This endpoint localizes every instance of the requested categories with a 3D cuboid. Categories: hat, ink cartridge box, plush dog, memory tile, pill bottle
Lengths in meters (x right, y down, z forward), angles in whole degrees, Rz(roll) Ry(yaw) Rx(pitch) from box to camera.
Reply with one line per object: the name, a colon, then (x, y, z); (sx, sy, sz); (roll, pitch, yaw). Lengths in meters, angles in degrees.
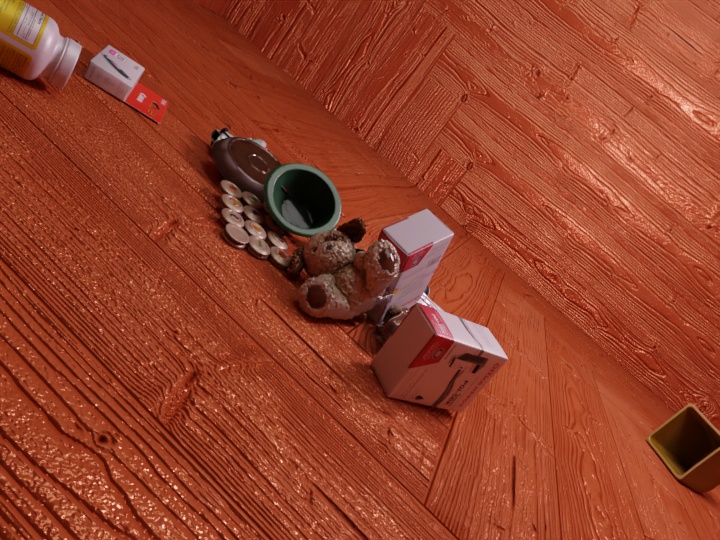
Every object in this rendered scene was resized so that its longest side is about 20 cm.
hat: (-0.142, -0.114, 1.226); (0.196, 0.176, 0.169); (-2, 70, -32)
ink cartridge box: (-0.509, -0.419, 1.282); (0.172, 0.044, 0.201); (30, 20, -25)
plush dog: (-0.039, -0.001, 1.064); (0.173, 0.197, 0.161); (58, -10, 25)
memory tile: (-0.204, -0.093, 1.105); (0.152, 0.017, 0.202); (27, 29, -34)
ink cartridge box: (0.083, -0.006, 1.159); (0.144, 0.202, 0.083); (-25, 60, -40)
ink cartridge box: (0.140, 0.158, 1.003); (0.197, 0.148, 0.083); (20, 26, -37)
pill bottle: (-0.578, -0.391, 0.946); (0.198, 0.113, 0.113); (27, 21, -37)

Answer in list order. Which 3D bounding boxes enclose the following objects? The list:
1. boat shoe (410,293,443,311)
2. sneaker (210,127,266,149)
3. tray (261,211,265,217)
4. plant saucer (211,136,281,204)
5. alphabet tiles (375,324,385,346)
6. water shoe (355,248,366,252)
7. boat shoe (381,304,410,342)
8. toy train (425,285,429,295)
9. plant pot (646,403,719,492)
boat shoe: (0.128, 0.086, 1.328); (0.200, 0.072, 0.069); (44, 14, -17)
sneaker: (-0.298, -0.309, 1.384); (0.118, 0.074, 0.201); (41, 18, -16)
tray: (-0.199, -0.154, 1.260); (0.106, 0.022, 0.202); (3, 46, -50)
plant saucer: (-0.230, -0.225, 1.254); (0.198, 0.032, 0.202); (33, 32, -23)
alphabet tiles: (0.114, 0.183, 1.146); (0.201, 0.008, 0.166); (50, 20, 28)
water shoe: (0.000, 0.000, 1.238); (0.198, 0.079, 0.072); (28, 20, -33)
boat shoe: (0.074, 0.108, 1.127); (0.072, 0.076, 0.200); (40, 7, 18)
toy train: (0.099, 0.013, 1.427); (0.198, 0.085, 0.115); (24, 34, -46)
plant pot: (1.130, 0.614, 1.909); (0.199, 0.196, 0.195); (39, 16, -22)
